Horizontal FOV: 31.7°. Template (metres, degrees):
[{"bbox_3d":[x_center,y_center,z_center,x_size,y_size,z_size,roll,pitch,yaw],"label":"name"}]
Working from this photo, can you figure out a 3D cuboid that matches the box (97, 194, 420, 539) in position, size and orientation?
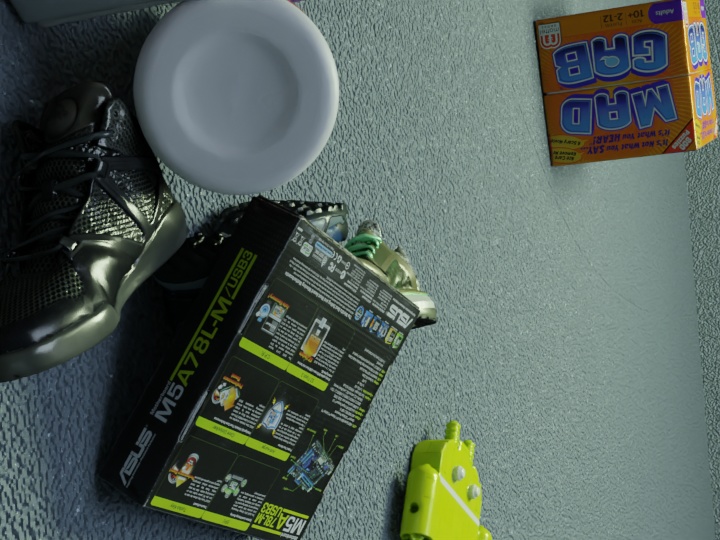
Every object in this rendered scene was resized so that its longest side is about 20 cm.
[{"bbox_3d":[-0.054,0.074,0.818,0.194,0.047,0.200,-60,150,-3],"label":"box"}]

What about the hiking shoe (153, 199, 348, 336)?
[{"bbox_3d":[-0.072,0.004,0.873,0.200,0.074,0.087,-29,119,-54],"label":"hiking shoe"}]

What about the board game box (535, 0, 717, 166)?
[{"bbox_3d":[0.377,-0.265,1.772,0.200,0.199,0.201,-24,107,-64],"label":"board game box"}]

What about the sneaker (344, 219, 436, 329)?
[{"bbox_3d":[0.000,0.000,1.044,0.200,0.077,0.089,30,45,-68],"label":"sneaker"}]

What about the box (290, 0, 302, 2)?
[{"bbox_3d":[-0.055,-0.259,0.815,0.200,0.175,0.097,26,61,-63],"label":"box"}]

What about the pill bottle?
[{"bbox_3d":[-0.072,-0.115,0.766,0.200,0.112,0.113,-108,-173,-77],"label":"pill bottle"}]

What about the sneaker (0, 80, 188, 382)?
[{"bbox_3d":[-0.159,-0.026,0.663,0.200,0.076,0.115,-61,138,-57],"label":"sneaker"}]

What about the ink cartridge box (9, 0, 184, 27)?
[{"bbox_3d":[-0.148,-0.236,0.637,0.083,0.145,0.200,-72,148,-41],"label":"ink cartridge box"}]

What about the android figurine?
[{"bbox_3d":[0.081,0.244,1.200,0.182,0.041,0.201,55,39,-49],"label":"android figurine"}]
